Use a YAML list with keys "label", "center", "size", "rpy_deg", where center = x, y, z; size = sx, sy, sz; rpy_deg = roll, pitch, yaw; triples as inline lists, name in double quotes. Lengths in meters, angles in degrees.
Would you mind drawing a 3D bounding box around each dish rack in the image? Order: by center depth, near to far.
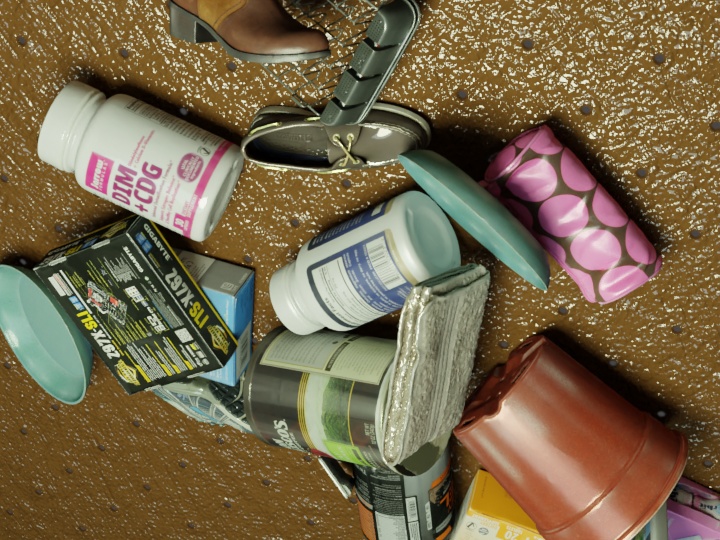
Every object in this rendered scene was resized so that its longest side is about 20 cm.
- label: "dish rack"
  center: [-0.054, -0.248, 1.133]
  size: [0.200, 0.055, 0.154]
  rpy_deg: [42, 128, 11]

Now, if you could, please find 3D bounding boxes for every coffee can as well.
- label: "coffee can"
  center: [-0.012, 0.143, 1.321]
  size: [0.199, 0.146, 0.147]
  rpy_deg: [5, 128, 38]

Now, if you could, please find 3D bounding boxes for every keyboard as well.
- label: "keyboard"
  center: [-0.029, 0.247, 1.426]
  size: [0.011, 0.200, 0.056]
  rpy_deg: [-42, 84, -3]

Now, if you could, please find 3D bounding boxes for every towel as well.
- label: "towel"
  center: [0.080, 0.095, 1.207]
  size: [0.034, 0.132, 0.201]
  rpy_deg: [22, 116, 32]

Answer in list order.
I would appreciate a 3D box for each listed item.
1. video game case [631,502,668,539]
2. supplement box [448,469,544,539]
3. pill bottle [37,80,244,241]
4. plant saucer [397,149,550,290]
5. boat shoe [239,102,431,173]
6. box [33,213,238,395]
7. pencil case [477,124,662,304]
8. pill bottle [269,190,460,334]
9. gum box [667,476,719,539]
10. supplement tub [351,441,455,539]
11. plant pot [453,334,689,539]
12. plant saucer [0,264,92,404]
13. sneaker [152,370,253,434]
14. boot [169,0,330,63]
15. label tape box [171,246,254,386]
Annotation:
- label: "video game case"
  center: [0.291, 0.320, 1.342]
  size: [0.023, 0.200, 0.182]
  rpy_deg: [28, 130, -10]
- label: "supplement box"
  center: [0.173, 0.363, 1.494]
  size: [0.126, 0.074, 0.201]
  rpy_deg: [19, 129, 3]
- label: "pill bottle"
  center: [-0.238, -0.121, 1.263]
  size: [0.199, 0.114, 0.114]
  rpy_deg: [24, 129, 1]
- label: "plant saucer"
  center: [0.119, -0.056, 1.160]
  size: [0.200, 0.200, 0.027]
  rpy_deg: [43, 90, -13]
- label: "boat shoe"
  center: [-0.027, -0.133, 1.214]
  size: [0.199, 0.060, 0.072]
  rpy_deg: [5, 126, 16]
- label: "box"
  center: [-0.259, 0.043, 1.352]
  size: [0.159, 0.049, 0.200]
  rpy_deg: [-18, 116, 34]
- label: "pencil case"
  center: [0.210, -0.050, 1.173]
  size: [0.200, 0.091, 0.094]
  rpy_deg: [44, 87, -12]
- label: "pill bottle"
  center: [0.000, 0.000, 1.270]
  size: [0.199, 0.111, 0.111]
  rpy_deg: [-24, 114, 32]
- label: "gum box"
  center: [0.368, 0.334, 1.410]
  size: [0.113, 0.066, 0.200]
  rpy_deg: [23, 129, 3]
- label: "supplement tub"
  center: [0.054, 0.269, 1.439]
  size: [0.122, 0.123, 0.201]
  rpy_deg: [5, 127, 16]
- label: "plant pot"
  center: [0.221, 0.189, 1.290]
  size: [0.195, 0.201, 0.201]
  rpy_deg: [43, 128, -3]
- label: "plant saucer"
  center: [-0.397, 0.075, 1.476]
  size: [0.200, 0.036, 0.201]
  rpy_deg: [30, 137, 32]
- label: "sneaker"
  center: [-0.181, 0.160, 1.487]
  size: [0.199, 0.078, 0.086]
  rpy_deg: [26, 142, 9]
- label: "boot"
  center: [-0.096, -0.301, 1.078]
  size: [0.188, 0.068, 0.201]
  rpy_deg: [25, 117, 35]
- label: "label tape box"
  center: [-0.232, 0.045, 1.415]
  size: [0.199, 0.063, 0.145]
  rpy_deg: [16, 128, 12]
